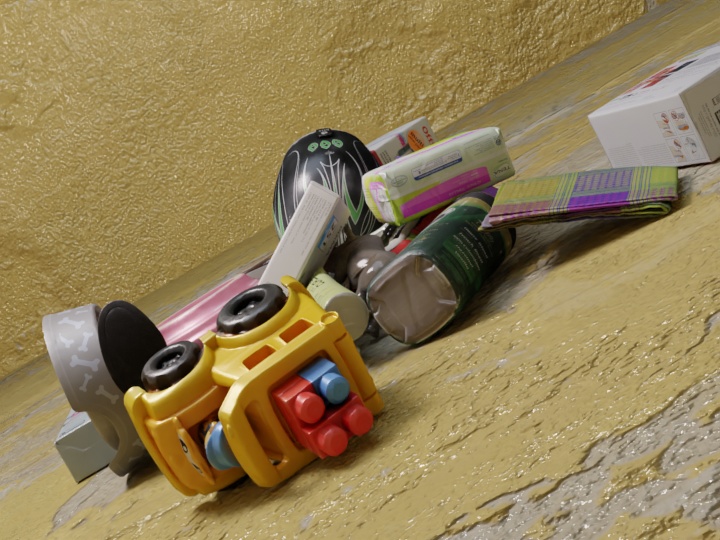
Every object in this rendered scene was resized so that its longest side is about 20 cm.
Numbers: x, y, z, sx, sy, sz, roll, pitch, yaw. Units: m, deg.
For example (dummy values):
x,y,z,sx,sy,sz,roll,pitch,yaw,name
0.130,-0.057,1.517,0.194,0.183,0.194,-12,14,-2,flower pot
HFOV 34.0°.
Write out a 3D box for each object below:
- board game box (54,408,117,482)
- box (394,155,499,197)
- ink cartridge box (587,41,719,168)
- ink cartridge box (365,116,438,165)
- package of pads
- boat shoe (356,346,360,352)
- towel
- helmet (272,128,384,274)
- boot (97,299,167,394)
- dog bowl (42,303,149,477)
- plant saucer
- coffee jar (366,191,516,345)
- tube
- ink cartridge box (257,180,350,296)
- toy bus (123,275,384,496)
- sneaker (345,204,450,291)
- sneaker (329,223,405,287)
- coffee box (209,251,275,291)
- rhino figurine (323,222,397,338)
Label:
x,y,z,sx,sy,sz,roll,pitch,yaw,name
-0.312,0.188,1.543,0.146,0.065,0.200,-29,10,-2,board game box
0.120,-0.113,1.610,0.200,0.135,0.040,-149,81,-81,box
0.383,-0.190,1.318,0.174,0.085,0.200,-32,9,-14,ink cartridge box
0.042,-0.139,1.961,0.144,0.147,0.199,-20,13,46,ink cartridge box
0.083,-0.109,1.380,0.152,0.069,0.200,-23,6,-3,package of pads
-0.091,0.103,1.274,0.197,0.067,0.074,-24,9,35,boat shoe
0.225,-0.075,1.205,0.196,0.023,0.144,-6,17,17,towel
-0.039,-0.086,1.715,0.198,0.200,0.193,-27,45,16,helmet
-0.226,0.109,1.290,0.068,0.189,0.200,-40,12,-8,boot
-0.286,0.128,1.327,0.058,0.203,0.200,-27,8,-5,dog bowl
-0.198,0.064,1.475,0.199,0.051,0.201,-32,6,4,plant saucer
0.090,-0.007,1.228,0.104,0.086,0.200,-40,2,35,coffee jar
-0.041,0.039,1.274,0.057,0.053,0.200,-21,10,-11,tube
-0.075,0.008,1.403,0.202,0.044,0.176,-63,-10,-4,ink cartridge box
-0.078,0.119,1.004,0.199,0.137,0.191,-34,25,-16,toy bus
0.076,-0.013,1.433,0.199,0.078,0.085,-38,25,-8,sneaker
0.050,-0.036,1.625,0.197,0.078,0.089,-25,-3,7,sneaker
-0.130,0.015,1.871,0.198,0.081,0.114,-22,11,42,coffee box
0.000,0.000,1.367,0.088,0.059,0.200,-53,25,5,rhino figurine
